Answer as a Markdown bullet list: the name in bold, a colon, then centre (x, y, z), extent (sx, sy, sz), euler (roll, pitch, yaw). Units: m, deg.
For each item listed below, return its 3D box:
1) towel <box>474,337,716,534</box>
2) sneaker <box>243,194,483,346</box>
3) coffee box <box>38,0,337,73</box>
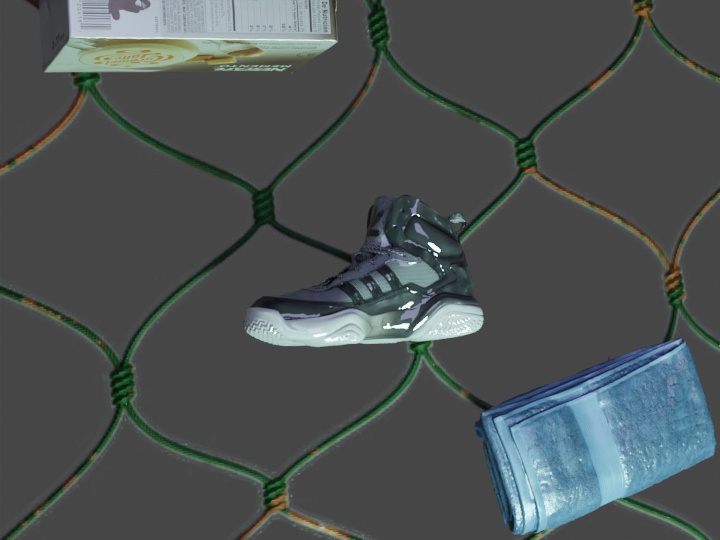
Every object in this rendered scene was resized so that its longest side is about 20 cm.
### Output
- **towel**: centre (0.197, 0.135, 1.340), extent (0.200, 0.049, 0.112), euler (-20, 93, -21)
- **sneaker**: centre (0.000, 0.000, 1.267), extent (0.200, 0.075, 0.114), euler (-2, 86, -26)
- **coffee box**: centre (-0.129, -0.195, 1.212), extent (0.200, 0.114, 0.080), euler (-2, 86, -21)
